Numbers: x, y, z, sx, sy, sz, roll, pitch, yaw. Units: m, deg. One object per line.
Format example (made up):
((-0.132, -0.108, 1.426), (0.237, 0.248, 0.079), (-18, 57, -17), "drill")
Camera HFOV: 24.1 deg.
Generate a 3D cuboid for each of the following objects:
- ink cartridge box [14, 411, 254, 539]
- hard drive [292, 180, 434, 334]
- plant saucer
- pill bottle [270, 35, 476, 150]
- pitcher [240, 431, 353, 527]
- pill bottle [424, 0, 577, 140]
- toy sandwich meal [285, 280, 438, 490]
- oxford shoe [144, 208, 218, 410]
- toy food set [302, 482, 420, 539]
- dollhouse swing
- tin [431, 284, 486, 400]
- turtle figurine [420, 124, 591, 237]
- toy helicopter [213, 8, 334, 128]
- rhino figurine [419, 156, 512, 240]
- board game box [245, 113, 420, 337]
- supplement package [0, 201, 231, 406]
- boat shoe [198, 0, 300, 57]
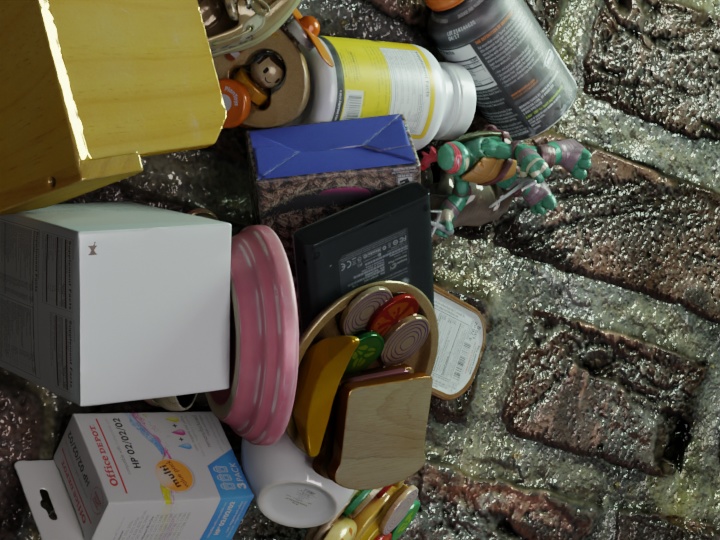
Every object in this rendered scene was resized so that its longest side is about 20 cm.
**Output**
((-0.216, 0.199, 1.608), (0.199, 0.116, 0.068), (2, 131, -35), "ink cartridge box")
((0.008, 0.029, 1.589), (0.139, 0.033, 0.201), (-24, 130, -26), "hard drive")
((-0.108, 0.060, 1.545), (0.050, 0.200, 0.203), (-1, 98, -19), "plant saucer")
((0.016, -0.178, 1.720), (0.199, 0.112, 0.113), (0, 98, -35), "pill bottle")
((-0.078, 0.142, 1.678), (0.170, 0.121, 0.201), (23, 45, -21), "pitcher")
((0.141, -0.244, 1.800), (0.106, 0.106, 0.200), (-48, 121, -19), "pill bottle")
((0.010, 0.109, 1.562), (0.204, 0.070, 0.207), (-22, 128, -31), "toy sandwich meal")
((-0.161, 0.041, 1.653), (0.070, 0.074, 0.202), (8, 93, -35), "oxford shoe")
((-0.005, 0.273, 1.755), (0.198, 0.048, 0.200), (-50, 161, -14), "toy food set")
((-0.253, -0.170, 1.519), (0.175, 0.181, 0.202), (-13, 86, -58), "dollhouse swing")
((0.073, 0.074, 1.810), (0.200, 0.042, 0.113), (27, 77, -54), "tin")
((0.140, -0.100, 1.746), (0.199, 0.149, 0.102), (-2, 74, -42), "turtle figurine")
((-0.100, -0.239, 1.632), (0.079, 0.131, 0.202), (-15, 89, -72), "toy helicopter")
((0.085, -0.079, 1.817), (0.199, 0.060, 0.088), (-17, 106, -30), "rhino figurine")
((-0.024, -0.037, 1.649), (0.158, 0.097, 0.201), (-7, 126, -5), "board game box")
((-0.229, 0.024, 1.526), (0.151, 0.199, 0.152), (-4, 100, -33), "supplement package")
((-0.139, -0.238, 1.580), (0.199, 0.063, 0.074), (-34, 76, 1), "boat shoe")
